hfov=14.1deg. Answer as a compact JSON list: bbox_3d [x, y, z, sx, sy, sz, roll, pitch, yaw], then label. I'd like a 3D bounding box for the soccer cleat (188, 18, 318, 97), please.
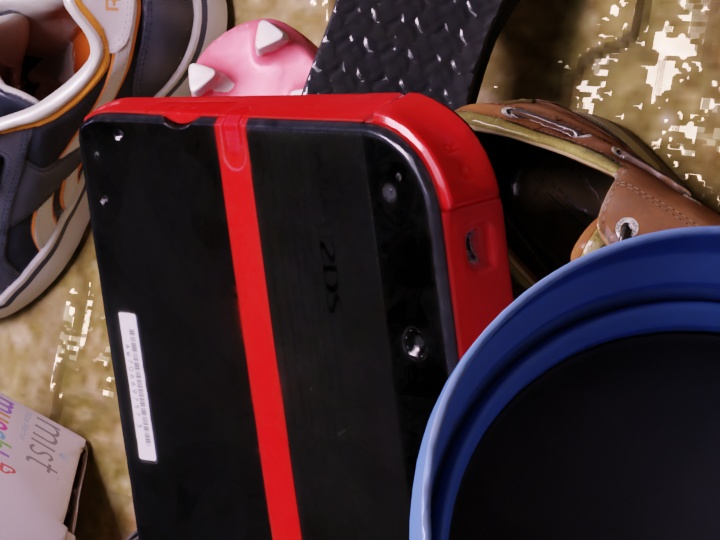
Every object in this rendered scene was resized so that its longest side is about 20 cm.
[{"bbox_3d":[0.000,0.000,1.034,0.067,0.076,0.200,-30,71,9],"label":"soccer cleat"}]

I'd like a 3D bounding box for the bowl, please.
[{"bbox_3d":[0.107,0.085,0.775,0.039,0.200,0.201,119,145,-57],"label":"bowl"}]

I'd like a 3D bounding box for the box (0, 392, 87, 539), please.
[{"bbox_3d":[-0.189,0.156,1.119,0.177,0.097,0.200,-60,9,20],"label":"box"}]

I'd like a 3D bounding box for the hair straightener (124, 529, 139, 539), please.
[{"bbox_3d":[-0.064,0.175,1.046,0.041,0.077,0.200,-13,68,34],"label":"hair straightener"}]

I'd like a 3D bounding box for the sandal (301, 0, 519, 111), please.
[{"bbox_3d":[0.027,-0.102,1.008,0.075,0.048,0.201,25,83,7],"label":"sandal"}]

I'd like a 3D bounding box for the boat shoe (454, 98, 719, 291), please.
[{"bbox_3d":[0.090,0.007,0.908,0.200,0.068,0.072,37,107,47],"label":"boat shoe"}]

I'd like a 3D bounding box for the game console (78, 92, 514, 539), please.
[{"bbox_3d":[-0.018,0.041,0.974,0.177,0.031,0.200,3,105,45],"label":"game console"}]

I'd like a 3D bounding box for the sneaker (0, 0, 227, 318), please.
[{"bbox_3d":[-0.140,-0.059,1.198,0.200,0.079,0.078,-50,47,32],"label":"sneaker"}]

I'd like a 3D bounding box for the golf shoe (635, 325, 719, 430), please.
[{"bbox_3d":[0.056,0.105,0.839,0.073,0.092,0.200,23,94,35],"label":"golf shoe"}]
